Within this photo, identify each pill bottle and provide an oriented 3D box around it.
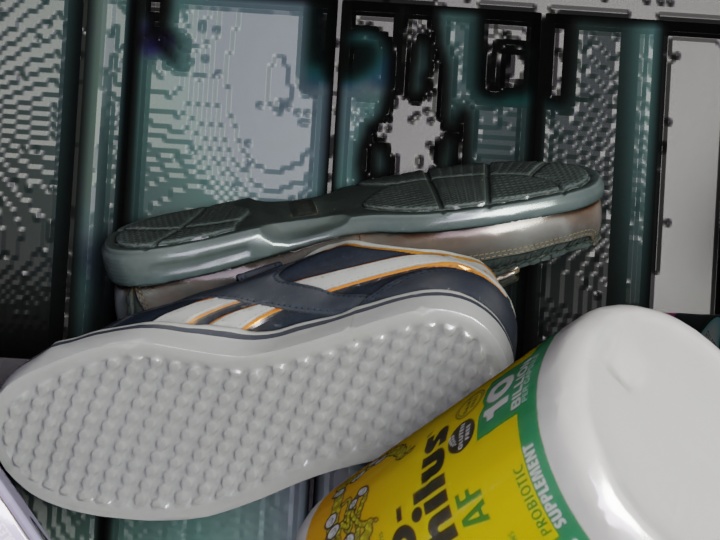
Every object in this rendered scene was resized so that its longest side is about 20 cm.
[{"bbox_3d":[0.045,0.105,0.933,0.200,0.113,0.113,-37,90,37],"label":"pill bottle"}]

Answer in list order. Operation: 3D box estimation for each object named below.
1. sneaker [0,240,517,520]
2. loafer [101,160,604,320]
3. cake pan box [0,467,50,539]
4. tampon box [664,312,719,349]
[{"bbox_3d":[-0.036,0.040,1.012,0.199,0.079,0.079,-9,112,12],"label":"sneaker"},{"bbox_3d":[0.000,0.000,1.069,0.199,0.072,0.063,-8,107,4],"label":"loafer"},{"bbox_3d":[-0.150,0.086,0.986,0.052,0.200,0.185,-33,90,-8],"label":"cake pan box"},{"bbox_3d":[0.158,0.126,1.023,0.126,0.150,0.201,14,88,-5],"label":"tampon box"}]
